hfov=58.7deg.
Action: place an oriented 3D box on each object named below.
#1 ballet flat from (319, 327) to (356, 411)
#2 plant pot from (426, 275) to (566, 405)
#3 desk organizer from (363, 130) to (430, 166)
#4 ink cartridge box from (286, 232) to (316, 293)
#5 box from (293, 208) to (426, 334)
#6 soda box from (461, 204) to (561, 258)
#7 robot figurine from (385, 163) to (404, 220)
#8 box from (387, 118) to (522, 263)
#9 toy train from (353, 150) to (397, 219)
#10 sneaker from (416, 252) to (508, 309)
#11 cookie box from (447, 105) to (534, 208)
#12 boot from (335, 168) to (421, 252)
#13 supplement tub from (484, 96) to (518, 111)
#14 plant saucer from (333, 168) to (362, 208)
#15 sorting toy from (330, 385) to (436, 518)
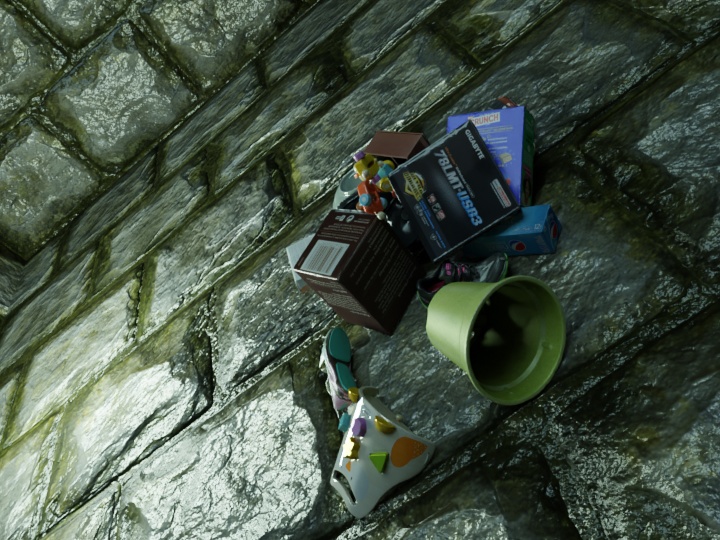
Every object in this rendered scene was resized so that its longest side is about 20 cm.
[{"bbox_3d":[-0.051,0.205,1.326,0.072,0.068,0.202,-51,31,25],"label":"ballet flat"},{"bbox_3d":[0.208,0.097,1.074,0.202,0.200,0.183,-51,24,-10],"label":"plant pot"},{"bbox_3d":[0.098,-0.310,1.676,0.198,0.072,0.078,20,72,53],"label":"desk organizer"},{"bbox_3d":[-0.086,-0.044,1.639,0.196,0.051,0.163,-23,36,0],"label":"ink cartridge box"},{"bbox_3d":[0.000,0.000,1.352,0.164,0.200,0.166,11,62,49],"label":"box"},{"bbox_3d":[0.285,-0.073,1.252,0.197,0.064,0.069,-3,52,43],"label":"soda box"},{"bbox_3d":[0.085,-0.158,1.494,0.199,0.151,0.125,-40,-6,7],"label":"robot figurine"},{"bbox_3d":[0.180,-0.151,1.242,0.196,0.049,0.203,-31,79,19],"label":"box"},{"bbox_3d":[0.035,-0.159,1.291,0.055,0.198,0.153,-30,75,30],"label":"toy train"},{"bbox_3d":[0.193,0.018,1.237,0.197,0.084,0.078,-27,39,25],"label":"sneaker"},{"bbox_3d":[0.262,-0.217,1.307,0.168,0.075,0.206,0,81,32],"label":"cookie box"},{"bbox_3d":[0.061,-0.110,1.393,0.197,0.076,0.171,-28,79,2],"label":"boot"},{"bbox_3d":[0.277,-0.285,1.436,0.199,0.107,0.107,-41,35,4],"label":"supplement tub"},{"bbox_3d":[-0.002,-0.229,1.707,0.197,0.050,0.203,-26,38,21],"label":"plant saucer"},{"bbox_3d":[0.009,0.325,1.132,0.199,0.105,0.183,33,99,55],"label":"sorting toy"}]
